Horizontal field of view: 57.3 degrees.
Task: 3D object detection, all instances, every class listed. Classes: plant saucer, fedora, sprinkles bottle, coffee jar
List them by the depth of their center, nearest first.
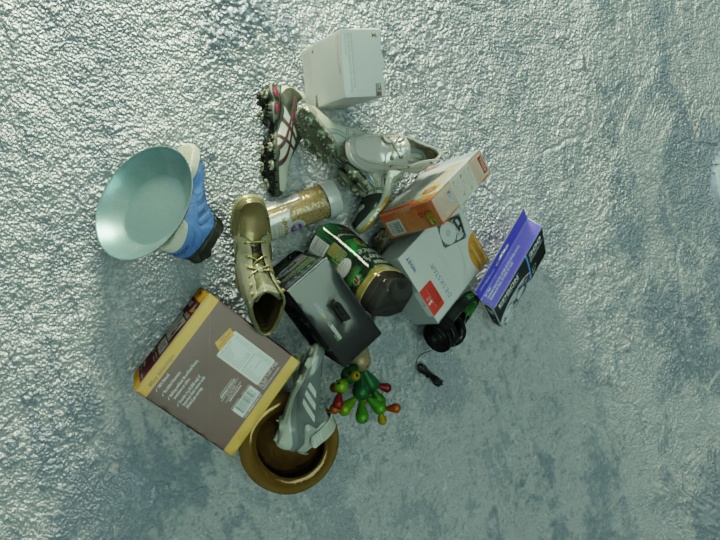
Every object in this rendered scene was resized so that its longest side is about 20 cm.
[{"bbox_3d":[-0.346,-0.105,1.081,0.202,0.200,0.039,-60,149,-7],"label":"plant saucer"},{"bbox_3d":[0.000,0.000,1.197,0.104,0.200,0.086,9,118,-55],"label":"coffee jar"},{"bbox_3d":[-0.132,-0.102,1.210,0.198,0.068,0.069,-23,103,-18],"label":"sprinkles bottle"},{"bbox_3d":[-0.140,0.316,1.239,0.198,0.082,0.204,-2,96,-23],"label":"fedora"}]

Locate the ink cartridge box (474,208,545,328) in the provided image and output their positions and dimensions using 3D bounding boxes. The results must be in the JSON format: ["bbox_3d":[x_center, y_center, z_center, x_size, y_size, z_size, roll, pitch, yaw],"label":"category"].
[{"bbox_3d":[0.314,0.001,1.358,0.199,0.043,0.200,-59,152,-7],"label":"ink cartridge box"}]

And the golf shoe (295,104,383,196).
[{"bbox_3d":[-0.033,-0.232,1.197,0.200,0.078,0.098,48,62,-22],"label":"golf shoe"}]

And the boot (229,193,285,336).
[{"bbox_3d":[-0.169,-0.010,1.095,0.071,0.155,0.202,-6,121,-19],"label":"boot"}]

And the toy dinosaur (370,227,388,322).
[{"bbox_3d":[0.058,0.015,1.315,0.087,0.047,0.203,1,97,-16],"label":"toy dinosaur"}]

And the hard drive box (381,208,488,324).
[{"bbox_3d":[0.144,-0.018,1.296,0.200,0.076,0.157,-47,113,-30],"label":"hard drive box"}]

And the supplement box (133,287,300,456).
[{"bbox_3d":[-0.252,0.170,1.146,0.200,0.133,0.198,40,80,-17],"label":"supplement box"}]

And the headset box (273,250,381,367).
[{"bbox_3d":[-0.073,0.063,1.180,0.093,0.200,0.175,-40,107,-14],"label":"headset box"}]

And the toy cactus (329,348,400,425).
[{"bbox_3d":[0.005,0.208,1.271,0.199,0.101,0.167,23,57,-49],"label":"toy cactus"}]

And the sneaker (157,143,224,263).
[{"bbox_3d":[-0.288,-0.111,1.146,0.111,0.076,0.203,34,51,-54],"label":"sneaker"}]

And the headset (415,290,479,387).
[{"bbox_3d":[0.182,0.136,1.335,0.094,0.123,0.201,41,109,19],"label":"headset"}]

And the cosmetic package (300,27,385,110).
[{"bbox_3d":[-0.034,-0.347,1.155,0.080,0.200,0.114,-8,98,-21],"label":"cosmetic package"}]

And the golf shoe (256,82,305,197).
[{"bbox_3d":[-0.137,-0.234,1.193,0.087,0.077,0.203,-3,97,-29],"label":"golf shoe"}]

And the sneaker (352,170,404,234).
[{"bbox_3d":[0.024,-0.169,1.276,0.087,0.076,0.202,30,80,-7],"label":"sneaker"}]

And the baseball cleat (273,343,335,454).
[{"bbox_3d":[-0.082,0.228,1.165,0.105,0.070,0.202,19,103,-13],"label":"baseball cleat"}]

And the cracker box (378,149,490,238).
[{"bbox_3d":[0.142,-0.145,1.247,0.200,0.133,0.058,-46,112,-38],"label":"cracker box"}]

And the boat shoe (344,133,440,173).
[{"bbox_3d":[0.062,-0.216,1.181,0.198,0.069,0.072,-5,85,-40],"label":"boat shoe"}]
